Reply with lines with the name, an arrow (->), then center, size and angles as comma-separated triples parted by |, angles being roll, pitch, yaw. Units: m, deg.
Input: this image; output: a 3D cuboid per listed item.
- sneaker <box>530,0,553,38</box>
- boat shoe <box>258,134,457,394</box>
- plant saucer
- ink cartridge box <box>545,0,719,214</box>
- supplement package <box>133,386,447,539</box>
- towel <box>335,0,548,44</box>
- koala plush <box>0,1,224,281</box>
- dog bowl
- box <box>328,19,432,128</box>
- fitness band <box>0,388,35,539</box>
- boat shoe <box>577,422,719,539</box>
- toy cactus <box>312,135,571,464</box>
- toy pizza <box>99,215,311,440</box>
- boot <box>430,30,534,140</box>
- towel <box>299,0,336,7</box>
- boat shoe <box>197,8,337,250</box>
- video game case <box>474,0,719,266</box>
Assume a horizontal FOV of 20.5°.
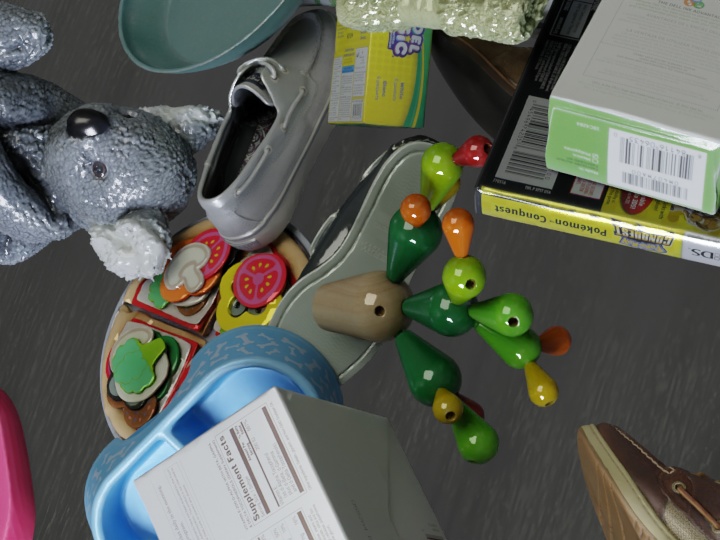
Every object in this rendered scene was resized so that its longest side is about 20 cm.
sneaker -> 0.154, -0.201, 1.309 | 0.199, 0.080, 0.074 | 3, 71, 37
boat shoe -> 0.000, 0.000, 1.332 | 0.200, 0.075, 0.060 | -52, 10, 6
plant saucer -> -0.094, -0.222, 1.470 | 0.199, 0.036, 0.201 | -23, 48, 29
ink cartridge box -> 0.191, -0.131, 1.160 | 0.103, 0.060, 0.201 | 17, 52, 17
supplement package -> -0.017, 0.189, 1.161 | 0.111, 0.156, 0.201 | -33, 67, 16
towel -> 0.076, -0.228, 1.227 | 0.148, 0.037, 0.201 | 9, 66, 31
koala plush -> -0.207, -0.078, 1.471 | 0.199, 0.184, 0.178 | 7, 56, 16
dog bowl -> -0.098, 0.127, 1.300 | 0.200, 0.111, 0.050 | -45, 8, 9
box -> 0.018, -0.197, 1.345 | 0.117, 0.048, 0.202 | -161, 74, -76
fitness band -> -0.310, 0.168, 1.480 | 0.143, 0.037, 0.201 | -30, 55, 19
boat shoe -> 0.192, 0.151, 1.127 | 0.072, 0.072, 0.200 | -23, 39, -12
toy cactus -> 0.044, 0.017, 1.244 | 0.164, 0.102, 0.201 | 0, 111, 41
toy pizza -> -0.111, 0.046, 1.403 | 0.199, 0.032, 0.202 | -16, 60, 29
boot -> 0.124, -0.119, 1.308 | 0.075, 0.074, 0.200 | -42, 52, -14
towel -> -0.005, -0.262, 1.472 | 0.199, 0.031, 0.150 | 5, 64, 37
boat shoe -> -0.066, -0.114, 1.416 | 0.072, 0.069, 0.201 | 7, 62, 38
video game case -> 0.182, -0.092, 1.183 | 0.180, 0.026, 0.201 | 13, 51, 15
